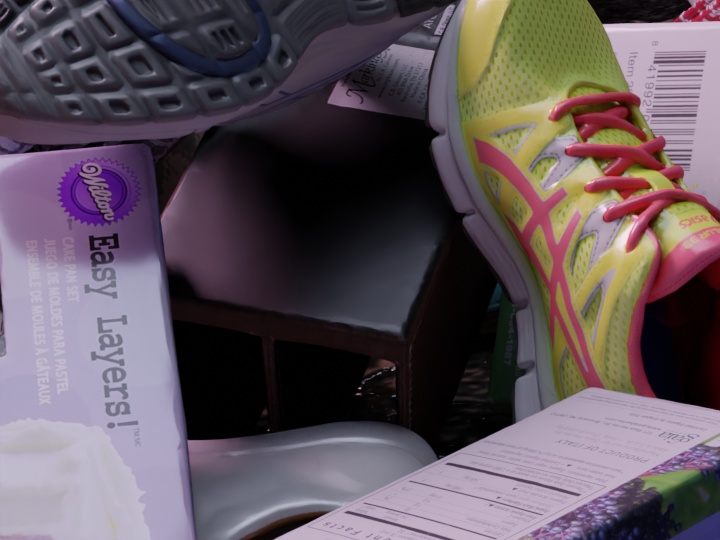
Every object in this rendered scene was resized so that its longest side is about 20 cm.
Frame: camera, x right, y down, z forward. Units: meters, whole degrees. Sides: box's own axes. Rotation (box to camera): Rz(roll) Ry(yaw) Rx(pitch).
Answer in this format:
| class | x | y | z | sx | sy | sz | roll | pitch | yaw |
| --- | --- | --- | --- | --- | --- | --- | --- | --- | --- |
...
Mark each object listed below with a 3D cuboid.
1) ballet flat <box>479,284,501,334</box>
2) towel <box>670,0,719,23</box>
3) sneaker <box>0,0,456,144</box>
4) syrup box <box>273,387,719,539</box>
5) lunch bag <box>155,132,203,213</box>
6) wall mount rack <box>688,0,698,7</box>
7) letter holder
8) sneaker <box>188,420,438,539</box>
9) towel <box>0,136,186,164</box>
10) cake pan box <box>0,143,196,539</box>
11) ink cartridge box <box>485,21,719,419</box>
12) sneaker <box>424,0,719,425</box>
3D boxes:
| class | x | y | z | sx | sy | sz | roll | pitch | yaw |
| --- | --- | --- | --- | --- | --- | --- | --- | --- | --- |
| ballet flat | 0.107 | -0.006 | 1.040 | 0.198 | 0.068 | 0.072 | -12 | -4 | 1 |
| towel | 0.178 | -0.070 | 0.899 | 0.144 | 0.023 | 0.200 | 19 | -17 | -12 |
| sneaker | -0.047 | -0.072 | 0.756 | 0.199 | 0.075 | 0.087 | -20 | -16 | -41 |
| syrup box | 0.031 | 0.104 | 0.635 | 0.199 | 0.079 | 0.081 | -22 | 21 | -39 |
| lunch bag | -0.109 | -0.048 | 1.078 | 0.138 | 0.169 | 0.200 | -2 | 16 | 21 |
| wall mount rack | 0.209 | -0.096 | 0.955 | 0.173 | 0.075 | 0.200 | 18 | -20 | 9 |
| letter holder | 0.000 | 0.000 | 0.857 | 0.100 | 0.143 | 0.201 | 10 | 44 | 14 |
| sneaker | -0.071 | 0.096 | 0.728 | 0.198 | 0.073 | 0.085 | -12 | 25 | 5 |
| towel | -0.083 | -0.108 | 0.904 | 0.165 | 0.085 | 0.201 | -32 | 32 | 56 |
| cake pan box | -0.141 | 0.055 | 0.687 | 0.183 | 0.052 | 0.201 | -3 | 57 | -8 |
| ink cartridge box | 0.157 | -0.008 | 0.811 | 0.199 | 0.147 | 0.087 | 1 | -12 | 37 |
| sneaker | 0.086 | -0.012 | 0.747 | 0.078 | 0.202 | 0.090 | -10 | -11 | -36 |
